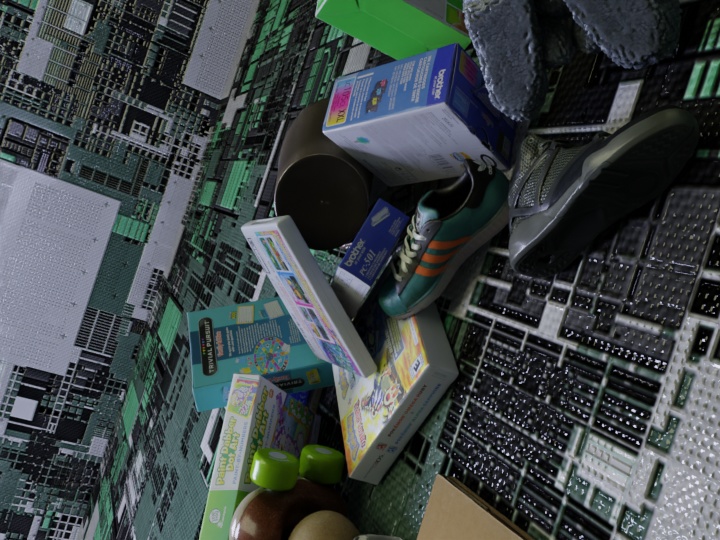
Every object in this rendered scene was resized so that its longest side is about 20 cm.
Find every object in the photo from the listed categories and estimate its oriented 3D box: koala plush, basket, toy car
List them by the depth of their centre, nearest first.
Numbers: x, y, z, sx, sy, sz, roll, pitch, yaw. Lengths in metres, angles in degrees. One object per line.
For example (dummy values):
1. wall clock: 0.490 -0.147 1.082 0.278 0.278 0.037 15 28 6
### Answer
1. koala plush: 0.183 -0.277 0.683 0.174 0.186 0.201 -17 26 33
2. toy car: -0.032 0.306 0.820 0.197 0.156 0.169 14 92 40
3. basket: -0.046 -0.110 0.950 0.201 0.133 0.184 -91 16 -69

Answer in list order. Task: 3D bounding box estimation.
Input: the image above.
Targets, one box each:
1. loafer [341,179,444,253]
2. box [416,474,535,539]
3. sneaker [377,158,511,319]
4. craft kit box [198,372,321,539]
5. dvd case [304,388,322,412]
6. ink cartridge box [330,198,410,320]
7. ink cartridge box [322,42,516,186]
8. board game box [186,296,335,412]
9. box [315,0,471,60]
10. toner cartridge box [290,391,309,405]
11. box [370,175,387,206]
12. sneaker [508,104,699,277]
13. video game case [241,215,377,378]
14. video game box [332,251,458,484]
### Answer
1. loafer: 0.034 -0.069 0.988 0.200 0.062 0.073 -46 33 47
2. box: 0.079 0.302 0.652 0.163 0.021 0.205 15 87 68
3. sneaker: 0.075 -0.036 0.798 0.200 0.079 0.072 -48 31 20
4. craft kit box: -0.119 0.257 0.957 0.047 0.198 0.205 -1 66 24
5. dvd case: -0.086 0.156 1.157 0.148 0.016 0.205 2 75 66
6. ink cartridge box: 0.000 0.000 0.891 0.095 0.044 0.200 -59 -1 -21
7. ink cartridge box: 0.078 -0.162 0.814 0.197 0.136 0.078 -2 67 40
8. board game box: -0.138 0.108 1.055 0.152 0.195 0.048 -110 14 -49
9. box: 0.051 -0.389 1.019 0.096 0.196 0.180 -36 40 52
10. toner cartridge box: -0.125 0.228 1.120 0.095 0.042 0.205 7 81 66
11. box: 0.019 -0.153 1.111 0.203 0.047 0.122 -64 23 16
12. sneaker: 0.187 -0.090 0.631 0.200 0.074 0.117 129 144 -51
13. video game case: -0.067 0.028 0.903 0.023 0.203 0.181 -33 13 -17
14. video game box: 0.031 0.110 0.885 0.184 0.046 0.202 -61 24 29
